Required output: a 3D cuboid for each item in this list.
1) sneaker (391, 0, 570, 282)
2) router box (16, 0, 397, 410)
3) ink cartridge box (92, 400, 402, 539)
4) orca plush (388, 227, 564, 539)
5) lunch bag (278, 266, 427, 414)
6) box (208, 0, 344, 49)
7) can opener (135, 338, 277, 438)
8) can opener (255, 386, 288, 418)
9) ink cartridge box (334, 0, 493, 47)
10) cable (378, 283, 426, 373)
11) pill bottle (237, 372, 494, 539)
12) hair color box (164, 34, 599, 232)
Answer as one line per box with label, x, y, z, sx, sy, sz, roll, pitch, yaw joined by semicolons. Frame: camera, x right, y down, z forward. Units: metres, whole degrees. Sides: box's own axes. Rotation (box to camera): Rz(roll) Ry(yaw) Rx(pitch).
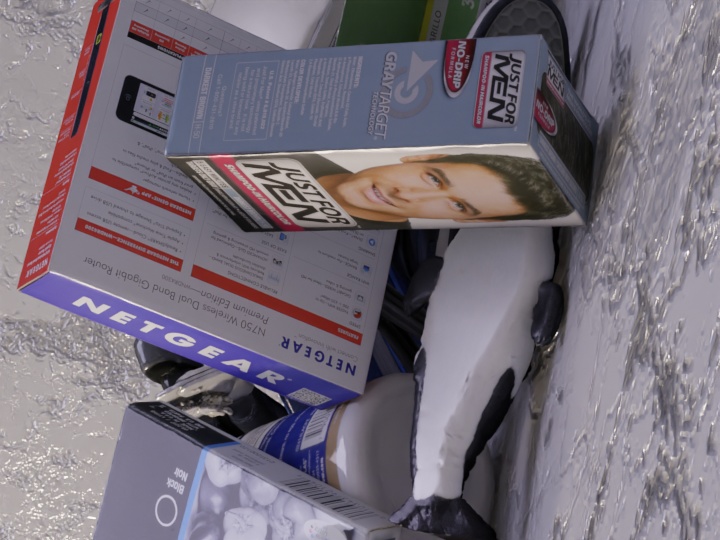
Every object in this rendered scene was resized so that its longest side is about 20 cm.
sneaker;0.060;-0.077;1.246;0.146;0.076;0.204;-136;54;-66
router box;-0.075;-0.041;1.157;0.049;0.199;0.181;-25;47;56
ink cartridge box;-0.080;0.201;1.175;0.043;0.197;0.202;-1;-72;-51
orca plush;0.080;0.052;1.118;0.105;0.071;0.202;-12;63;37
lunch bag;-0.002;0.015;1.397;0.136;0.131;0.201;-92;-22;-57
box;-0.001;-0.173;1.507;0.199;0.108;0.129;26;-92;-50
can opener;-0.091;0.078;1.323;0.200;0.052;0.067;61;-174;-71
can opener;-0.021;0.116;1.500;0.053;0.199;0.066;-56;29;-5
ink cartridge box;0.047;-0.124;1.328;0.200;0.048;0.147;-30;-41;-54
cable;0.000;0.000;1.255;0.050;0.199;0.098;-36;-34;-45
pill bottle;-0.023;0.140;1.245;0.199;0.115;0.117;-25;48;47
hair color box;0.012;-0.067;1.057;0.099;0.198;0.061;44;-131;-57
